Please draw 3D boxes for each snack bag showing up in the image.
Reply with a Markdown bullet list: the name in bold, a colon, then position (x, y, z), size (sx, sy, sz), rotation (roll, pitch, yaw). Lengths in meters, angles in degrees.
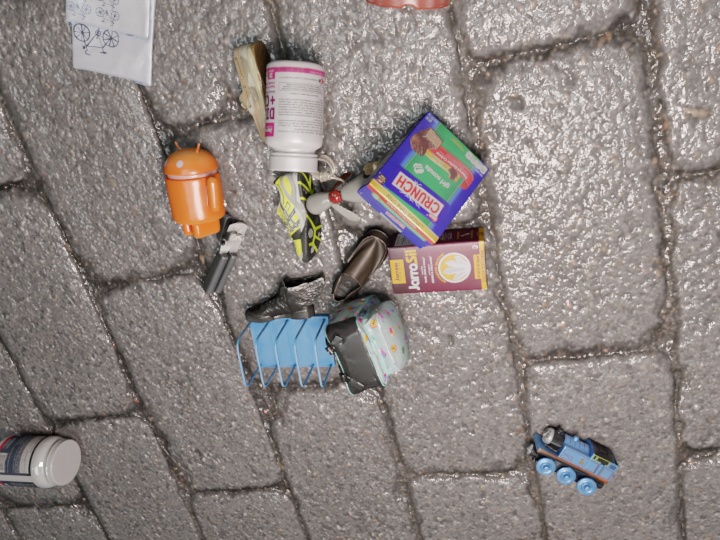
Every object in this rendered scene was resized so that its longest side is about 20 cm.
- **snack bag**: position (-0.511, -0.493, 1.179), size (0.188, 0.021, 0.201), rotation (14, 115, 4)

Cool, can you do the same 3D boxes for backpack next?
- **backpack**: position (0.020, 0.145, 1.264), size (0.153, 0.200, 0.176), rotation (-23, 103, 13)

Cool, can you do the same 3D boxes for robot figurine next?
- **robot figurine**: position (-0.356, -0.173, 1.238), size (0.116, 0.144, 0.201), rotation (-7, 112, -8)

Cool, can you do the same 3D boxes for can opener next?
- **can opener**: position (-0.316, -0.035, 1.334), size (0.066, 0.053, 0.200), rotation (40, 118, 30)

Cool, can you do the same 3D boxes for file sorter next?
- **file sorter**: position (-0.175, 0.193, 1.361), size (0.199, 0.123, 0.139), rotation (-2, 112, 12)

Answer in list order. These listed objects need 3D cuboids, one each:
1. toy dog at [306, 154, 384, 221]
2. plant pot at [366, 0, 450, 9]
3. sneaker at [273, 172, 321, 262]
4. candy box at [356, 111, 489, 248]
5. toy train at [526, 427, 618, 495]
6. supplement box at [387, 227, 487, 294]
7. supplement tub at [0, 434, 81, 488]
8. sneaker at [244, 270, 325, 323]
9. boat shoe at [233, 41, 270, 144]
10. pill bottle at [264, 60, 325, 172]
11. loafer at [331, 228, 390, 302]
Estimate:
- **toy dog**: position (-0.006, -0.166, 1.197), size (0.199, 0.096, 0.132), rotation (9, 100, 20)
- **plant pot**: position (0.086, -0.549, 0.962), size (0.200, 0.201, 0.196), rotation (8, 123, 7)
- **sneaker**: position (-0.136, -0.115, 1.255), size (0.076, 0.075, 0.201), rotation (0, 106, 22)
- **candy box**: position (0.121, -0.172, 1.112), size (0.169, 0.077, 0.200), rotation (41, 73, -9)
- **toy train**: position (0.498, 0.443, 1.370), size (0.199, 0.087, 0.115), rotation (26, 106, 1)
- **supplement box**: position (0.164, -0.020, 1.224), size (0.199, 0.086, 0.111), rotation (-4, 113, 12)
- **supplement tub**: position (-0.918, 0.539, 1.639), size (0.199, 0.140, 0.141), rotation (-1, 113, 11)
- **sneaker**: position (-0.175, 0.061, 1.340), size (0.199, 0.060, 0.105), rotation (-3, 114, 6)
- **boat shoe**: position (-0.206, -0.349, 1.163), size (0.065, 0.072, 0.201), rotation (-1, 114, 24)
- **pill bottle**: position (-0.128, -0.294, 1.122), size (0.113, 0.113, 0.201), rotation (4, 100, 9)
- **loafer**: position (0.000, 0.000, 1.271), size (0.073, 0.071, 0.200), rotation (30, 115, -3)
